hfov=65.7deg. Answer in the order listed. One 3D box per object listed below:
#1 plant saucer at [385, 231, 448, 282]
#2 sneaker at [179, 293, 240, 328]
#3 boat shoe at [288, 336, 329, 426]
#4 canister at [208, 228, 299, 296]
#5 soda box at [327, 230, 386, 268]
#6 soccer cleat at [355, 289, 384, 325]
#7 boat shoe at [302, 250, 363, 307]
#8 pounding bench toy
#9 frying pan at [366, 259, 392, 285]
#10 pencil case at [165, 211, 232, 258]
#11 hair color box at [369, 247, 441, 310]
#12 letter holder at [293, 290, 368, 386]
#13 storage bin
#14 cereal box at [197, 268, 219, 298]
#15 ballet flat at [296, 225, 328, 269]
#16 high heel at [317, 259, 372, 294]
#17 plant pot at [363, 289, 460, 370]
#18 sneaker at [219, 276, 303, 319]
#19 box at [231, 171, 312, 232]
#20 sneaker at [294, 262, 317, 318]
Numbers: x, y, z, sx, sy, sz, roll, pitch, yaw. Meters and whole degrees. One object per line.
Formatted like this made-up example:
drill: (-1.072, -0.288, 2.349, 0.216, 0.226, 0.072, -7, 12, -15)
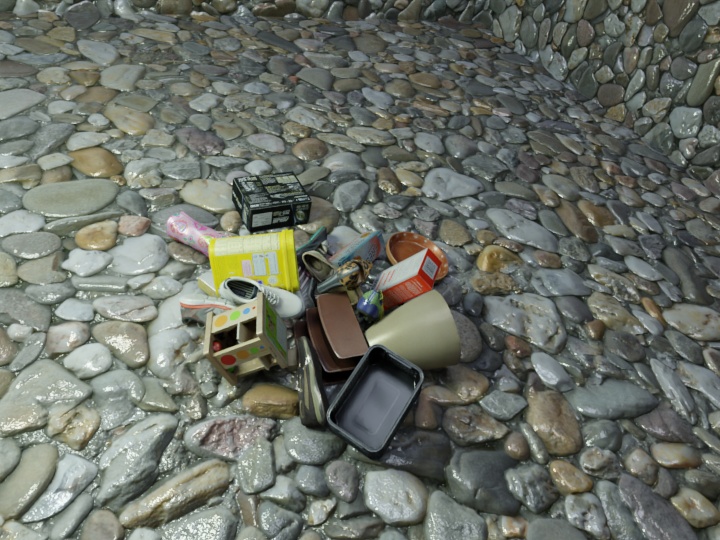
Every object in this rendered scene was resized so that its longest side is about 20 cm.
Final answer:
plant saucer: (0.166, -0.036, 1.646, 0.198, 0.032, 0.202, 17, 41, -15)
sneaker: (-0.335, 0.109, 1.336, 0.197, 0.083, 0.077, 9, 10, 2)
boat shoe: (-0.122, 0.242, 1.220, 0.072, 0.075, 0.202, -18, 62, 5)
canister: (-0.252, -0.015, 1.339, 0.197, 0.150, 0.087, -5, 24, -4)
soda box: (-0.010, -0.043, 1.581, 0.068, 0.064, 0.200, -1, 28, 40)
soccer cleat: (0.038, 0.091, 1.385, 0.064, 0.200, 0.084, 30, 87, 12)
boat shoe: (-0.076, 0.023, 1.468, 0.200, 0.072, 0.065, 43, 5, 6)
pounding bench toy: (-0.244, 0.180, 1.254, 0.154, 0.201, 0.125, -21, 41, 8)
frying pan: (0.036, 0.023, 1.570, 0.114, 0.031, 0.190, 27, 40, 16)
pencil case: (-0.428, -0.089, 1.509, 0.198, 0.088, 0.087, 25, 42, 17)
hair color box: (0.110, 0.028, 1.445, 0.061, 0.199, 0.102, 44, 48, -18)
letter holder: (-0.078, 0.161, 1.330, 0.140, 0.101, 0.201, -6, 45, -19)
storage bin: (0.033, 0.278, 1.185, 0.134, 0.094, 0.201, 29, 68, 16)
cereal box: (-0.305, 0.019, 1.462, 0.143, 0.040, 0.200, 33, 44, 16)
ballet flat: (-0.136, -0.057, 1.584, 0.072, 0.074, 0.200, 25, 36, 12)
high heel: (0.000, 0.000, 1.390, 0.199, 0.142, 0.072, -26, 89, -45)
plant pot: (0.112, 0.166, 1.338, 0.198, 0.189, 0.188, -17, 48, -11)
sneaker: (-0.225, 0.066, 1.281, 0.197, 0.071, 0.074, 14, 77, -13)
box: (-0.270, -0.212, 1.691, 0.198, 0.087, 0.164, -12, 48, -27)
sneaker: (-0.160, 0.026, 1.453, 0.087, 0.074, 0.202, -4, 66, -38)
